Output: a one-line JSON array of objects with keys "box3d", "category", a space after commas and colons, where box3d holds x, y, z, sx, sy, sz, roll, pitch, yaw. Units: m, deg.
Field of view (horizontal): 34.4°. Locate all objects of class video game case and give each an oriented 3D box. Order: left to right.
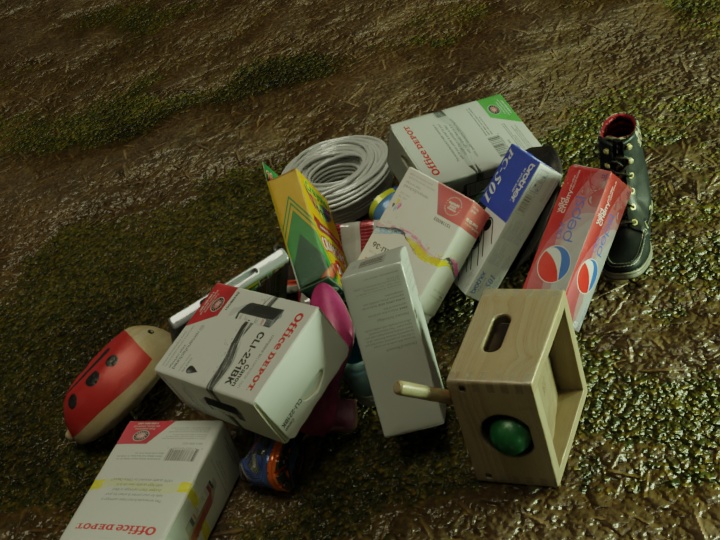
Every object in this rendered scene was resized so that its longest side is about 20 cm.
[{"box3d": [-0.179, 0.062, 1.600, 0.181, 0.201, 0.022, -33, 72, -18], "category": "video game case"}]

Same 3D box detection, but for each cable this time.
[{"box3d": [-0.039, -0.146, 1.912, 0.196, 0.070, 0.201, -17, 33, 4], "category": "cable"}]

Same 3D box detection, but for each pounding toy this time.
[{"box3d": [0.153, 0.133, 1.309, 0.140, 0.186, 0.201, 0, 38, 27], "category": "pounding toy"}]

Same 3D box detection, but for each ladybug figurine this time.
[{"box3d": [-0.341, 0.152, 1.608, 0.201, 0.072, 0.135, -49, 20, -14], "category": "ladybug figurine"}]

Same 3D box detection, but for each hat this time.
[{"box3d": [0.244, -0.071, 1.632, 0.201, 0.080, 0.203, -45, 31, 36], "category": "hat"}]

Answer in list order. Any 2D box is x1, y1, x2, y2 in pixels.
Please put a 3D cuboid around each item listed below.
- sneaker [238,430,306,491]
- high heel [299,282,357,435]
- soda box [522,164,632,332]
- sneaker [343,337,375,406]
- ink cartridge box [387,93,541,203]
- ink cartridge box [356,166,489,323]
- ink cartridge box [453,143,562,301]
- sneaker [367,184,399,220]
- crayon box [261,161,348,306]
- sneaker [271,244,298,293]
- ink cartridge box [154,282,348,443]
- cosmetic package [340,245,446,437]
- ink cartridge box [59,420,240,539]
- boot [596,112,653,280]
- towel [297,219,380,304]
[{"box3d": [-0.103, 0.191, 1.467, 0.077, 0.076, 0.201, -8, 34, 23], "category": "sneaker"}, {"box3d": [-0.059, 0.107, 1.452, 0.067, 0.095, 0.204, -23, 65, 44], "category": "high heel"}, {"box3d": [0.275, -0.030, 1.495, 0.069, 0.063, 0.203, 16, 83, 44], "category": "soda box"}, {"box3d": [-0.016, 0.095, 1.545, 0.073, 0.083, 0.200, -29, 35, -16], "category": "sneaker"}, {"box3d": [0.155, -0.171, 1.756, 0.197, 0.085, 0.147, -17, 51, -18], "category": "ink cartridge box"}, {"box3d": [0.072, -0.020, 1.571, 0.116, 0.067, 0.202, 29, 91, 31], "category": "ink cartridge box"}, {"box3d": [0.189, -0.064, 1.583, 0.202, 0.044, 0.094, -61, 26, 11], "category": "ink cartridge box"}, {"box3d": [0.105, -0.115, 1.807, 0.199, 0.067, 0.078, -35, 55, -25], "category": "sneaker"}, {"box3d": [-0.070, -0.053, 1.612, 0.050, 0.127, 0.203, -23, 67, 11], "category": "crayon box"}, {"box3d": [-0.045, -0.022, 1.714, 0.196, 0.083, 0.077, -11, 18, 14], "category": "sneaker"}, {"box3d": [-0.133, 0.108, 1.416, 0.198, 0.084, 0.145, 12, 58, 43], "category": "ink cartridge box"}, {"box3d": [0.042, 0.085, 1.401, 0.080, 0.203, 0.113, -16, 10, 8], "category": "cosmetic package"}, {"box3d": [-0.249, 0.281, 1.404, 0.143, 0.084, 0.201, -2, 36, 23], "category": "ink cartridge box"}, {"box3d": [0.349, -0.101, 1.563, 0.072, 0.156, 0.205, -4, 36, 22], "category": "boot"}, {"box3d": [0.000, 0.000, 1.650, 0.196, 0.023, 0.147, -6, 75, 21], "category": "towel"}]
